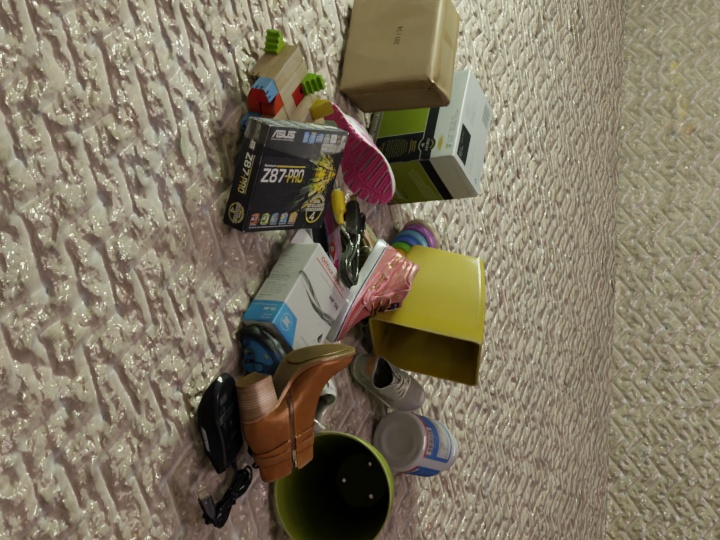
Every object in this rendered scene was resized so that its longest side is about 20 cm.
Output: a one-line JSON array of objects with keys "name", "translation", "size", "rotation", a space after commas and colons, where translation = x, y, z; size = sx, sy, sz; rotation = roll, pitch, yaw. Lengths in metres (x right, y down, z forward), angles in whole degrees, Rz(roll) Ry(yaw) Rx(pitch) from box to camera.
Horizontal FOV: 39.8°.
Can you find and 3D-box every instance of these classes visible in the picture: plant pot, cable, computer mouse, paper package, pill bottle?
[{"name": "plant pot", "translation": [-0.022, 0.346, 1.599], "size": [0.200, 0.185, 0.190], "rotation": [19, 71, -76]}, {"name": "cable", "translation": [-0.023, -0.047, 1.633], "size": [0.097, 0.050, 0.202], "rotation": [59, 28, -52]}, {"name": "computer mouse", "translation": [-0.204, 0.250, 1.365], "size": [0.141, 0.045, 0.202], "rotation": [-58, 146, -57]}, {"name": "paper package", "translation": [0.072, -0.396, 1.790], "size": [0.103, 0.188, 0.203], "rotation": [40, 54, -57]}, {"name": "plant pot", "translation": [0.137, 0.072, 1.801], "size": [0.201, 0.197, 0.178], "rotation": [83, 22, -62]}, {"name": "pill bottle", "translation": [0.113, 0.335, 1.899], "size": [0.200, 0.111, 0.114], "rotation": [30, 61, -59]}]

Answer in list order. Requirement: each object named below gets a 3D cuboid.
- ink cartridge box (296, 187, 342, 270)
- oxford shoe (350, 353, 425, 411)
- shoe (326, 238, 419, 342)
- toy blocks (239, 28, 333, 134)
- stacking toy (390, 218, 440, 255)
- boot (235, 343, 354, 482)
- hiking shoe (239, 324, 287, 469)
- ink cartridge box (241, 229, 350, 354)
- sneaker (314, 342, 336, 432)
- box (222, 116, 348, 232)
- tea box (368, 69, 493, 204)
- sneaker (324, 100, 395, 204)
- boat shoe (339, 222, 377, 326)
[{"name": "ink cartridge box", "translation": [-0.067, -0.033, 1.665], "size": [0.094, 0.037, 0.203], "rotation": [-25, 112, -60]}, {"name": "oxford shoe", "translation": [0.061, 0.208, 1.821], "size": [0.199, 0.057, 0.076], "rotation": [36, 62, -41]}, {"name": "shoe", "translation": [0.023, 0.049, 1.659], "size": [0.201, 0.090, 0.072], "rotation": [-60, -179, -24]}, {"name": "toy blocks", "translation": [-0.126, -0.241, 1.518], "size": [0.137, 0.099, 0.201], "rotation": [-57, 147, -29]}, {"name": "stacking toy", "translation": [0.076, -0.024, 1.897], "size": [0.200, 0.084, 0.086], "rotation": [-41, 124, -51]}, {"name": "boot", "translation": [-0.083, 0.201, 1.433], "size": [0.198, 0.073, 0.157], "rotation": [-21, 108, -26]}, {"name": "hiking shoe", "translation": [-0.143, 0.181, 1.459], "size": [0.086, 0.074, 0.203], "rotation": [-24, 103, -48]}, {"name": "ink cartridge box", "translation": [-0.088, 0.038, 1.544], "size": [0.116, 0.066, 0.201], "rotation": [57, 49, -37]}, {"name": "sneaker", "translation": [-0.071, 0.168, 1.570], "size": [0.075, 0.099, 0.202], "rotation": [45, 48, -49]}, {"name": "box", "translation": [-0.110, -0.142, 1.496], "size": [0.199, 0.049, 0.163], "rotation": [-5, 115, -56]}, {"name": "tea box", "translation": [0.127, -0.248, 1.877], "size": [0.134, 0.195, 0.202], "rotation": [49, 47, -49]}, {"name": "sneaker", "translation": [-0.003, -0.199, 1.685], "size": [0.201, 0.081, 0.088], "rotation": [56, 18, 8]}, {"name": "boat shoe", "translation": [-0.002, 0.001, 1.748], "size": [0.063, 0.072, 0.203], "rotation": [-61, 147, -52]}]
